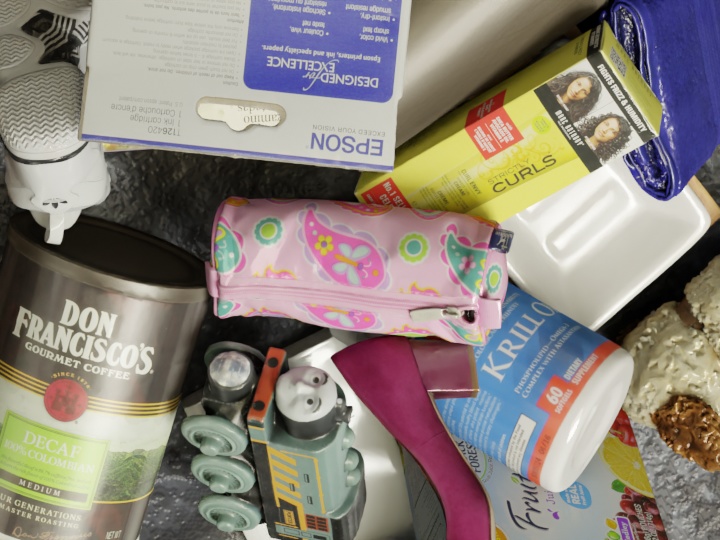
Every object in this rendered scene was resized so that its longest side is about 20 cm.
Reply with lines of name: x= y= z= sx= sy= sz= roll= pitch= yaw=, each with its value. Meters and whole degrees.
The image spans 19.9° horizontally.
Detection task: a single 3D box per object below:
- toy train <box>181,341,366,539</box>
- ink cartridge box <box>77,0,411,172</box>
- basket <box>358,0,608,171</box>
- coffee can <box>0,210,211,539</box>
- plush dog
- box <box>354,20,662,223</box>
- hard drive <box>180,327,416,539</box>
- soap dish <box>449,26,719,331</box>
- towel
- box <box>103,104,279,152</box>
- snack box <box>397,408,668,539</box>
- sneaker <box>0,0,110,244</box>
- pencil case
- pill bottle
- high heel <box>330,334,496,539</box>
toy train: x=-0.055 y=0.121 z=1.409 sx=0.113 sy=0.086 sz=0.201 roll=10 pitch=146 yaw=10
ink cartridge box: x=-0.067 y=-0.168 z=1.267 sx=0.196 sy=0.047 sz=0.202 roll=6 pitch=90 yaw=-2
basket: x=0.045 y=-0.170 z=1.356 sx=0.200 sy=0.180 sz=0.136 roll=-37 pitch=86 yaw=-1
coffee can: x=-0.193 y=0.078 z=1.401 sx=0.145 sy=0.146 sz=0.201 roll=14 pitch=103 yaw=-16
plush dog: x=0.259 y=0.052 z=1.474 sx=0.171 sy=0.200 sz=0.161 roll=-36 pitch=111 yaw=7
box: x=0.097 y=-0.080 z=1.359 sx=0.199 sy=0.050 sz=0.075 roll=-28 pitch=110 yaw=25
hard drive: x=-0.033 y=0.155 z=1.524 sx=0.131 sy=0.026 sz=0.201 roll=-26 pitch=110 yaw=-4
soap dish: x=0.140 y=-0.064 z=1.470 sx=0.157 sy=0.081 sz=0.200 roll=-41 pitch=110 yaw=1
towel: x=0.229 y=-0.156 z=1.428 sx=0.200 sy=0.049 sz=0.149 roll=-41 pitch=125 yaw=-44
box: x=-0.117 y=-0.107 z=1.420 sx=0.198 sy=0.041 sz=0.039 roll=-5 pitch=105 yaw=-12
snack box: x=0.121 y=0.163 z=1.466 sx=0.167 sy=0.201 sz=0.068 roll=9 pitch=126 yaw=-14
sneaker: x=-0.203 y=-0.115 z=1.345 sx=0.074 sy=0.201 sz=0.115 roll=-2 pitch=137 yaw=-5
pencil case: x=0.000 y=0.000 z=1.348 sx=0.198 sy=0.087 sz=0.088 roll=7 pitch=106 yaw=10
pill bottle: x=0.080 y=0.059 z=1.434 sx=0.199 sy=0.112 sz=0.113 roll=29 pitch=100 yaw=18
high heel: x=0.036 y=0.141 z=1.340 sx=0.095 sy=0.068 sz=0.201 roll=-5 pitch=69 yaw=-2
